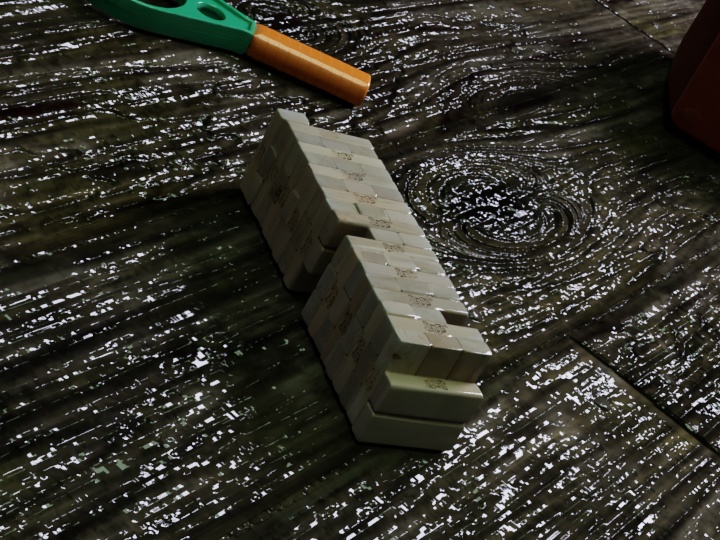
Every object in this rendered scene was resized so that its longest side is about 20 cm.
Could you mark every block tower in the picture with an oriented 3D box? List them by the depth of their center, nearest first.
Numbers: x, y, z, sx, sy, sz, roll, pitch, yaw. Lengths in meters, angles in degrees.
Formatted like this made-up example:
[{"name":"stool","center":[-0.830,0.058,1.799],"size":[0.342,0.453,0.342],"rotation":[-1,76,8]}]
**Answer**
[{"name":"block tower","center":[0.000,0.000,0.844],"size":[0.058,0.054,0.200],"rotation":[11,33,-32]}]

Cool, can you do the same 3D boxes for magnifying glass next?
[{"name":"magnifying glass","center":[-0.087,-0.151,1.052],"size":[0.200,0.022,0.080],"rotation":[22,28,-10]}]

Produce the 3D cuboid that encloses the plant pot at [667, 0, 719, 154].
[{"name":"plant pot","center":[0.348,-0.162,1.306],"size":[0.200,0.200,0.176],"rotation":[33,39,8]}]
